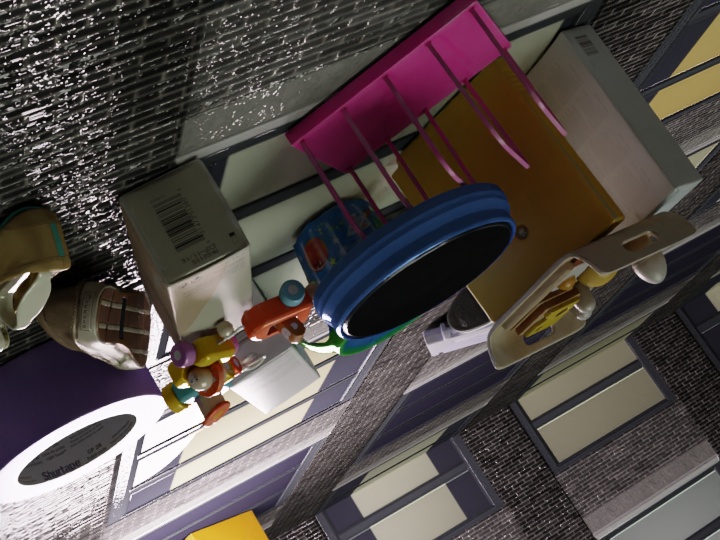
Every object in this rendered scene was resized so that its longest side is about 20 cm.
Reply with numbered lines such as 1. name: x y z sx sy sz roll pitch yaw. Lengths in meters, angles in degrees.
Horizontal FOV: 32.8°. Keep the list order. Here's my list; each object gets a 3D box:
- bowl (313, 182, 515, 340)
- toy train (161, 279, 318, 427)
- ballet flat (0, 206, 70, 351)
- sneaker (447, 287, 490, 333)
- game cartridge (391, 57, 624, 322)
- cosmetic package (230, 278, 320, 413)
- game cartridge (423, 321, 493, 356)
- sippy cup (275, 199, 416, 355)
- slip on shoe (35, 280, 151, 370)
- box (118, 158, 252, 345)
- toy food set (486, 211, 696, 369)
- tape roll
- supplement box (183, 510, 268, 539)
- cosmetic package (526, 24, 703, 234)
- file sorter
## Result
1. bowl: 0.053 -0.004 1.102 0.200 0.039 0.201 -29 163 -10
2. toy train: -0.109 0.087 1.149 0.150 0.056 0.200 -21 162 -27
3. ballet flat: -0.290 0.030 0.955 0.069 0.063 0.200 -12 154 -51
4. sneaker: 0.238 0.036 1.964 0.200 0.084 0.121 -38 154 13
5. game cartridge: 0.138 -0.078 1.209 0.176 0.200 0.032 -43 162 34
6. cosmetic package: -0.118 0.084 1.365 0.085 0.108 0.200 -33 166 -1
7. game cartridge: 0.207 0.095 2.071 0.199 0.038 0.130 -16 162 3
8. sippy cup: 0.000 0.000 1.300 0.178 0.131 0.140 -19 160 -39
9. slip on shoe: -0.240 0.050 1.123 0.060 0.076 0.200 3 173 6
10. box: -0.148 -0.004 1.074 0.078 0.095 0.200 -28 162 -14
11. toy food set: 0.224 0.025 1.201 0.143 0.060 0.200 -22 161 -36
12. tape roll: -0.303 0.146 1.236 0.200 0.085 0.200 -31 164 -10
13. supplement box: -0.313 0.625 2.537 0.200 0.133 0.197 -43 162 30
14. cosmetic package: 0.237 -0.125 1.257 0.052 0.200 0.151 -19 160 -37
15. file sorter: 0.066 -0.119 1.085 0.200 0.126 0.139 -36 163 12
